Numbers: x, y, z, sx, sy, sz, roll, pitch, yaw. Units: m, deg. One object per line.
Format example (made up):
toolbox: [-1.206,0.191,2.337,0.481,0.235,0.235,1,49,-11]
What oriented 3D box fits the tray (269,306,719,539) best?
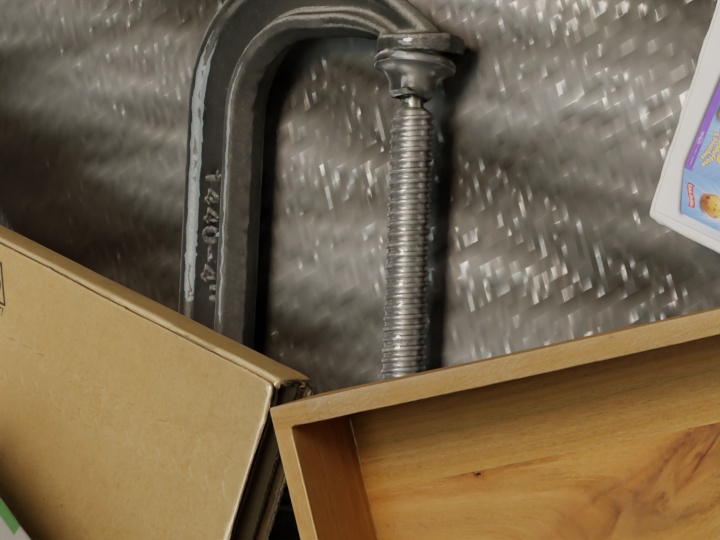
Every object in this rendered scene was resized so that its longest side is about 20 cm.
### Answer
tray: [0.071,0.066,0.815,0.199,0.037,0.099,-14,89,37]

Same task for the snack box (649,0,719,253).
snack box: [0.137,-0.095,0.798,0.072,0.024,0.201,29,107,43]

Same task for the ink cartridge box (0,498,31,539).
ink cartridge box: [-0.176,0.149,0.953,0.146,0.084,0.200,51,129,21]

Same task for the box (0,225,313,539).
box: [-0.114,0.078,0.998,0.199,0.021,0.164,25,103,37]

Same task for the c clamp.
c clamp: [0.000,0.000,0.938,0.170,0.027,0.201,-7,83,49]
